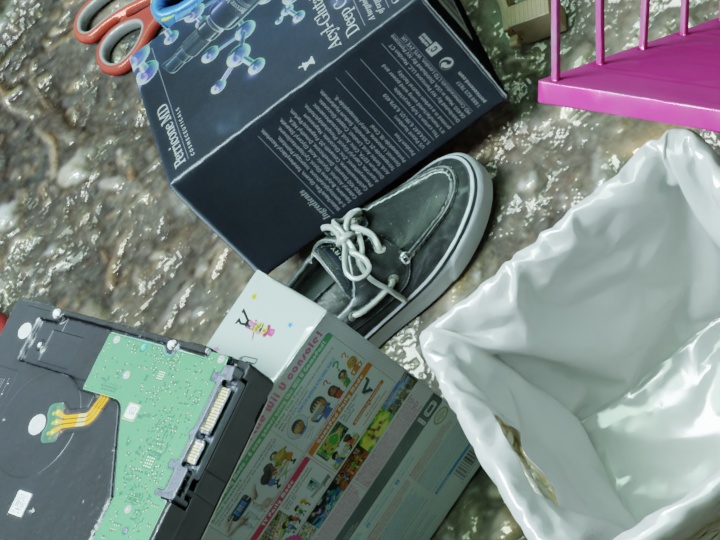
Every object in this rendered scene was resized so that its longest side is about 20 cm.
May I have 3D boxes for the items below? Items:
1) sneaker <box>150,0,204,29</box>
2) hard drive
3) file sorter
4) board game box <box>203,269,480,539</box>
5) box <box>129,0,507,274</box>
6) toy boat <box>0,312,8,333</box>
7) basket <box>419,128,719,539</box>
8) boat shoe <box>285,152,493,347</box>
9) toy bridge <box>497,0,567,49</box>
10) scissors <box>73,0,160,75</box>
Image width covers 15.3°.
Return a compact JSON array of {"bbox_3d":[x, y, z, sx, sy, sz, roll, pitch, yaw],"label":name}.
[{"bbox_3d":[-0.066,-0.223,1.799,0.076,0.105,0.200,39,94,30],"label":"sneaker"},{"bbox_3d":[-0.149,0.098,1.480,0.199,0.038,0.140,11,71,45],"label":"hard drive"},{"bbox_3d":[0.212,-0.165,1.512,0.138,0.200,0.126,13,112,36],"label":"file sorter"},{"bbox_3d":[-0.028,0.110,1.546,0.064,0.200,0.148,31,85,39],"label":"board game box"},{"bbox_3d":[-0.030,-0.123,1.709,0.200,0.107,0.149,-37,39,12],"label":"box"},{"bbox_3d":[-0.325,0.053,1.810,0.199,0.131,0.131,28,82,39],"label":"toy boat"},{"bbox_3d":[0.177,0.072,1.460,0.200,0.161,0.199,-39,52,10],"label":"basket"},{"bbox_3d":[-0.002,-0.001,1.671,0.199,0.068,0.074,-43,51,6],"label":"boat shoe"},{"bbox_3d":[0.095,-0.231,1.753,0.067,0.027,0.201,-17,58,28],"label":"toy bridge"},{"bbox_3d":[-0.118,-0.209,1.887,0.199,0.014,0.073,-34,53,14],"label":"scissors"}]
